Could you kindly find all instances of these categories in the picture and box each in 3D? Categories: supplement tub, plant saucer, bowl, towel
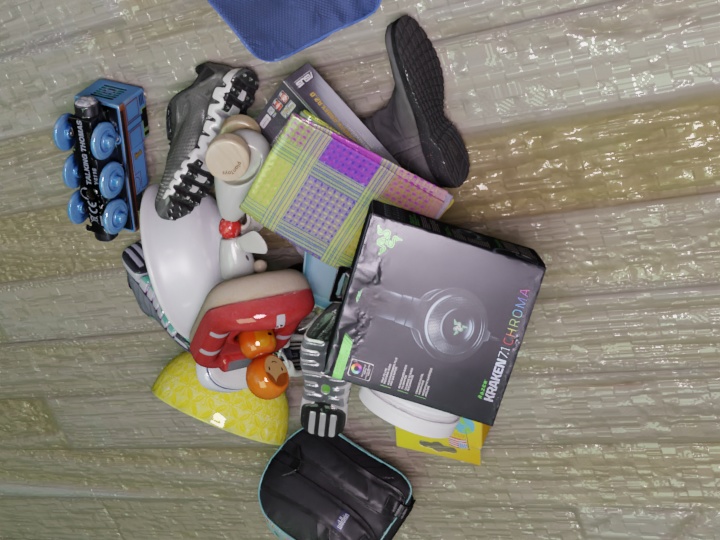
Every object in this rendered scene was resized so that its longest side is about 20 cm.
[{"bbox_3d":[0.088,0.073,1.243,0.143,0.145,0.203,23,102,10],"label":"supplement tub"},{"bbox_3d":[-0.028,-0.036,1.226,0.069,0.019,0.202,22,132,17],"label":"plant saucer"},{"bbox_3d":[-0.176,0.152,1.491,0.198,0.200,0.109,22,87,12],"label":"bowl"},{"bbox_3d":[-0.016,-0.070,1.153,0.198,0.023,0.144,27,119,-14],"label":"towel"},{"bbox_3d":[-0.193,-0.021,1.357,0.089,0.202,0.203,-13,118,11],"label":"bowl"}]

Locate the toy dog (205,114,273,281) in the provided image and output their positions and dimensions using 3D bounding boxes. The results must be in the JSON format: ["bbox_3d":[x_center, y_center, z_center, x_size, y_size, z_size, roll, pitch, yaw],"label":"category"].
[{"bbox_3d":[-0.117,-0.082,1.226,0.095,0.133,0.202,3,140,5],"label":"toy dog"}]

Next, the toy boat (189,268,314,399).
[{"bbox_3d":[-0.118,0.086,1.258,0.132,0.129,0.200,69,154,19],"label":"toy boat"}]

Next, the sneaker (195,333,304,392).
[{"bbox_3d":[-0.123,0.110,1.402,0.070,0.198,0.074,-18,85,41],"label":"sneaker"}]

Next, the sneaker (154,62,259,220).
[{"bbox_3d":[-0.199,-0.158,1.282,0.090,0.066,0.202,28,92,29],"label":"sneaker"}]

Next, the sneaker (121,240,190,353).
[{"bbox_3d":[-0.257,0.052,1.485,0.201,0.074,0.088,51,149,24],"label":"sneaker"}]

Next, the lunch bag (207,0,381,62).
[{"bbox_3d":[-0.064,-0.318,1.101,0.198,0.134,0.136,-16,130,34],"label":"lunch bag"}]

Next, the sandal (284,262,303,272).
[{"bbox_3d":[-0.122,0.047,1.439,0.198,0.083,0.055,-24,132,30],"label":"sandal"}]

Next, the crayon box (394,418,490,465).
[{"bbox_3d":[0.104,0.150,1.395,0.125,0.051,0.203,11,126,20],"label":"crayon box"}]

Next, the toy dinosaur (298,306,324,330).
[{"bbox_3d":[0.000,0.000,1.307,0.077,0.103,0.201,36,135,-1],"label":"toy dinosaur"}]

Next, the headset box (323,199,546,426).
[{"bbox_3d":[0.066,0.039,1.114,0.197,0.093,0.177,18,101,-3],"label":"headset box"}]

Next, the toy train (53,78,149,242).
[{"bbox_3d":[-0.318,-0.137,1.371,0.085,0.114,0.203,15,128,21],"label":"toy train"}]

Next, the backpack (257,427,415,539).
[{"bbox_3d":[-0.041,0.324,1.512,0.199,0.177,0.154,33,163,11],"label":"backpack"}]

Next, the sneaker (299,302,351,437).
[{"bbox_3d":[-0.031,0.087,1.260,0.074,0.116,0.202,14,128,-1],"label":"sneaker"}]

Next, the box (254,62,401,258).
[{"bbox_3d":[-0.062,-0.120,1.258,0.159,0.048,0.200,48,143,-1],"label":"box"}]

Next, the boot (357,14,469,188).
[{"bbox_3d":[0.031,-0.172,1.199,0.130,0.070,0.203,-2,115,38],"label":"boot"}]
